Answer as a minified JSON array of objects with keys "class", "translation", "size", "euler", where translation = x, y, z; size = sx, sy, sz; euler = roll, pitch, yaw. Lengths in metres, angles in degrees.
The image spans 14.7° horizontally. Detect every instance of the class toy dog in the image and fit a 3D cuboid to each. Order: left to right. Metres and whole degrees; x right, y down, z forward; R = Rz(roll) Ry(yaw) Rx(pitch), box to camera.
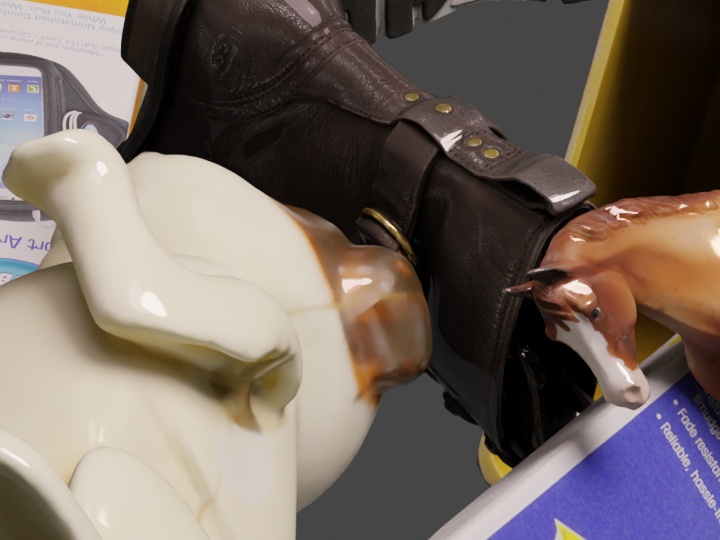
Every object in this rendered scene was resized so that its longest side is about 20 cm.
[{"class":"toy dog","translation":[-0.053,0.051,0.694],"size":[0.194,0.139,0.200],"euler":[46,38,-16]}]

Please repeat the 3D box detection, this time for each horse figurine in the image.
[{"class":"horse figurine","translation":[0.144,0.000,0.743],"size":[0.200,0.050,0.133],"euler":[-38,92,-19]}]

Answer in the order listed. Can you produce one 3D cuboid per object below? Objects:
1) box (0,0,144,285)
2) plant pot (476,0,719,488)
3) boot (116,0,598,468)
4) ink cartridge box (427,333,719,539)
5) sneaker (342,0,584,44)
[{"class":"box","translation":[-0.139,-0.028,0.927],"size":[0.118,0.042,0.201],"euler":[10,45,-3]},{"class":"plant pot","translation":[0.169,-0.025,0.892],"size":[0.199,0.201,0.177],"euler":[18,27,6]},{"class":"boot","translation":[0.000,0.000,0.816],"size":[0.069,0.200,0.174],"euler":[-32,61,-24]},{"class":"ink cartridge box","translation":[0.125,0.112,0.759],"size":[0.200,0.047,0.198],"euler":[-34,93,-39]},{"class":"sneaker","translation":[0.013,-0.141,1.065],"size":[0.199,0.078,0.090],"euler":[-3,36,-25]}]
